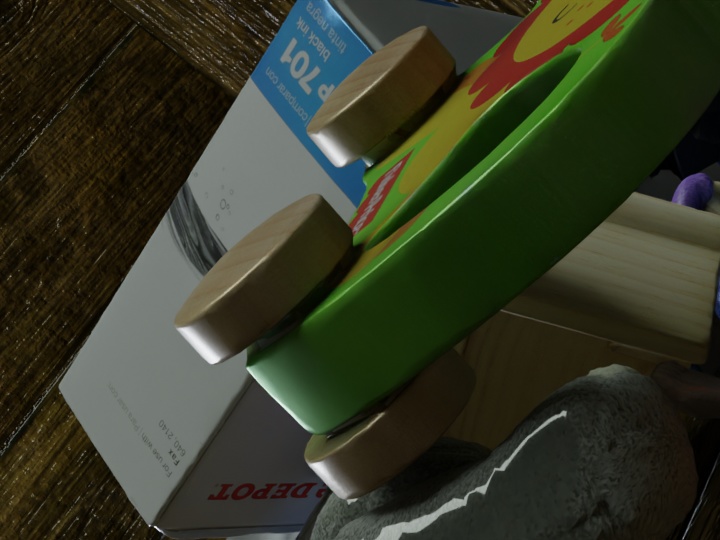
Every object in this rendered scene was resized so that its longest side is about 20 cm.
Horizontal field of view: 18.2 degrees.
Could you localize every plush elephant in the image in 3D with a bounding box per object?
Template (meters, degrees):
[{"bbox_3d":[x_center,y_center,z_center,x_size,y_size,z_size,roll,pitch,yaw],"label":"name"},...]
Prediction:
[{"bbox_3d":[0.030,0.132,0.601,0.199,0.165,0.155,-18,-16,28],"label":"plush elephant"}]

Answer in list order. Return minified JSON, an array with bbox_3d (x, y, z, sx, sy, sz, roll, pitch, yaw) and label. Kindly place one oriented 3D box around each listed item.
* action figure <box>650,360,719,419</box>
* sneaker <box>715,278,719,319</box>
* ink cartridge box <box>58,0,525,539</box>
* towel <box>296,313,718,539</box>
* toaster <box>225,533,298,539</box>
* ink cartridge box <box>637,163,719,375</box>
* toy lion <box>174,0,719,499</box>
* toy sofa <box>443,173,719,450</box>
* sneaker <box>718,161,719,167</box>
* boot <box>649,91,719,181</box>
[{"bbox_3d":[0.160,-0.005,0.534,0.193,0.104,0.200,-45,30,28],"label":"action figure"},{"bbox_3d":[0.147,0.007,0.727,0.111,0.077,0.200,-44,6,-26],"label":"sneaker"},{"bbox_3d":[0.000,0.000,0.855,0.146,0.086,0.200,4,-51,-49],"label":"ink cartridge box"},{"bbox_3d":[0.067,0.056,0.869,0.147,0.024,0.200,5,-53,-44],"label":"towel"},{"bbox_3d":[-0.017,0.170,1.008,0.200,0.114,0.129,-49,9,25],"label":"toaster"},{"bbox_3d":[0.067,-0.026,0.984,0.200,0.115,0.068,14,60,43],"label":"ink cartridge box"},{"bbox_3d":[0.060,-0.053,0.579,0.192,0.069,0.200,-39,10,28],"label":"toy lion"},{"bbox_3d":[0.060,0.055,0.766,0.098,0.082,0.201,-71,-5,-50],"label":"toy sofa"},{"bbox_3d":[0.171,-0.076,0.917,0.081,0.115,0.199,-56,5,-29],"label":"sneaker"},{"bbox_3d":[0.156,-0.124,0.748,0.167,0.077,0.200,-20,-41,-3],"label":"boot"}]
